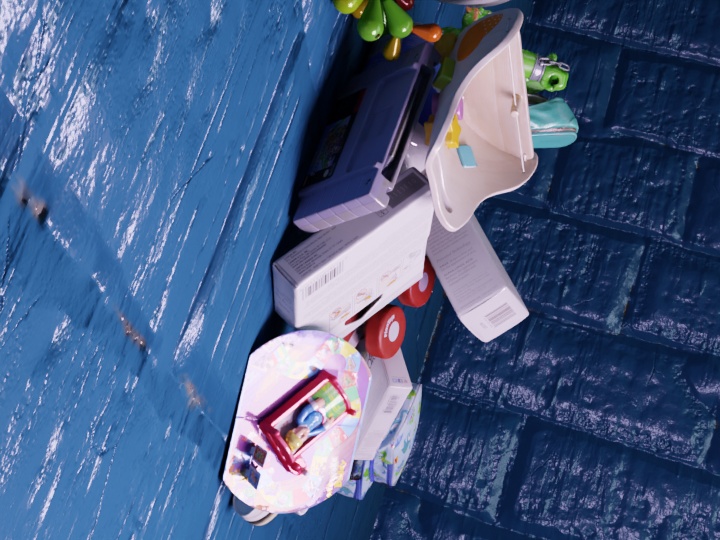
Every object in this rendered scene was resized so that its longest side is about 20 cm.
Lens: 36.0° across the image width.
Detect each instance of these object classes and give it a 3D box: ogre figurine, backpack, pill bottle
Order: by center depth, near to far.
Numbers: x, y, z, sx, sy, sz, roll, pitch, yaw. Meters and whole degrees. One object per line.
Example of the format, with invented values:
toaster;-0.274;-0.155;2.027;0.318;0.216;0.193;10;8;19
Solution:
pill bottle;0.040;-0.177;1.277;0.112;0.112;0.200;89;18;-62
ogre figurine;0.161;-0.264;1.374;0.098;0.120;0.200;-60;-147;26
backpack;0.008;0.251;1.704;0.200;0.147;0.183;100;12;-46

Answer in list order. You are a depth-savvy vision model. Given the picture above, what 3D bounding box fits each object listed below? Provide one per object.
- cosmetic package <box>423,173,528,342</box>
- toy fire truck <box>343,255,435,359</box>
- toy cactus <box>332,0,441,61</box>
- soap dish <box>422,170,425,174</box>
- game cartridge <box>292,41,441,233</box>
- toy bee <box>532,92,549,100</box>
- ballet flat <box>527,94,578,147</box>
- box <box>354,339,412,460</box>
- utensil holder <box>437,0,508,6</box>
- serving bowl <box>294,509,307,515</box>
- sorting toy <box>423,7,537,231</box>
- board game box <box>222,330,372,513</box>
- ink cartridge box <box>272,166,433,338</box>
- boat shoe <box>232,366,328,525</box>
cosmetic package;0.126;-0.021;1.383;0.102;0.074;0.200;43;17;-56
toy fire truck;0.000;0.000;1.345;0.200;0.112;0.168;-59;146;-29
toy cactus;0.028;-0.308;1.096;0.200;0.102;0.166;40;56;-71
soap dish;0.054;-0.149;1.515;0.158;0.081;0.200;93;15;-55
game cartridge;0.004;-0.137;1.141;0.038;0.129;0.200;40;56;-32
toy bee;0.129;-0.169;1.417;0.131;0.199;0.109;-72;175;-47
ballet flat;0.167;-0.179;1.350;0.067;0.199;0.071;120;-41;-64
box;0.005;0.124;1.443;0.200;0.036;0.145;-106;-149;-46
utensil holder;0.128;-0.392;1.286;0.200;0.169;0.170;-44;148;-71
serving bowl;-0.072;0.192;1.357;0.200;0.066;0.201;16;90;-81
sorting toy;0.110;-0.142;1.166;0.200;0.107;0.180;74;31;-44
board game box;-0.054;0.165;1.165;0.039;0.158;0.201;19;-83;56
ink cartridge box;-0.006;0.000;1.216;0.200;0.044;0.174;-36;156;-23
boat shoe;-0.094;0.183;1.218;0.068;0.075;0.200;26;89;-50
